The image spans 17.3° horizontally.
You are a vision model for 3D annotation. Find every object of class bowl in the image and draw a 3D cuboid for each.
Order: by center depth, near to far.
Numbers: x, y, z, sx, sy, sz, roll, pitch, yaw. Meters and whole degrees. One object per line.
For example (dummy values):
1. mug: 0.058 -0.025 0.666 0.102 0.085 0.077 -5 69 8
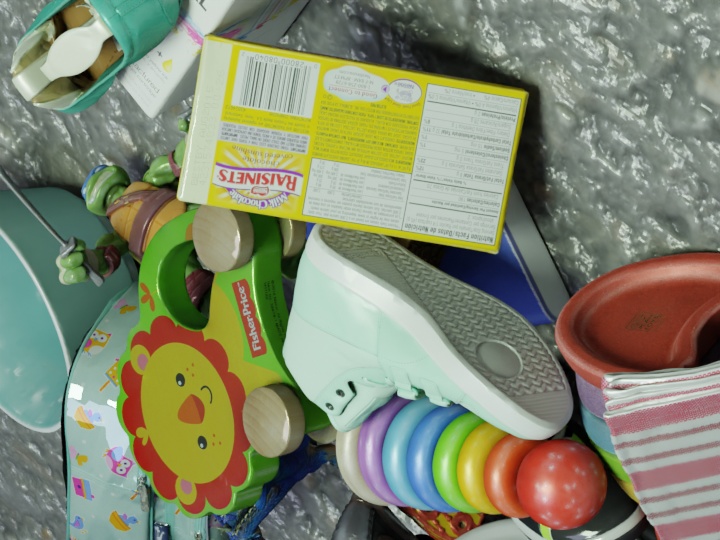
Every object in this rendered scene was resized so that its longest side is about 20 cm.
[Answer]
1. bowl: -0.245 0.014 1.852 0.201 0.105 0.201 35 141 35

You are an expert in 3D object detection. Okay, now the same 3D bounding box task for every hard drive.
1. hard drive: 0.041 -0.017 1.572 0.200 0.025 0.132 -11 110 53

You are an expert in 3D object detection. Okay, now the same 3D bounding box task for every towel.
1. towel: 0.229 0.111 1.341 0.146 0.030 0.200 -13 136 15

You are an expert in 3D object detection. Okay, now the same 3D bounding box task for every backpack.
1. backpack: -0.141 0.113 1.768 0.153 0.176 0.200 11 128 23

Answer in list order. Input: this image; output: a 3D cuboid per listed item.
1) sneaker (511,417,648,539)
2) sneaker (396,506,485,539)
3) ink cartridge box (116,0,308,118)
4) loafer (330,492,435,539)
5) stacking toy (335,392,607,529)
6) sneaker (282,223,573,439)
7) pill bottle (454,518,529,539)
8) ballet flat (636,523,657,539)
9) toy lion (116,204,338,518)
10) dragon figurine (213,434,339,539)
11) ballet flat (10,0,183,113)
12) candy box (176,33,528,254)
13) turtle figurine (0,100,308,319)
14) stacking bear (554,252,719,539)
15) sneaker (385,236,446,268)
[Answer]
1. sneaker: 0.105 0.110 1.521 0.200 0.072 0.083 40 160 46
2. sneaker: 0.020 0.112 1.685 0.200 0.073 0.077 51 167 11
3. ink cartridge box: -0.094 -0.215 1.476 0.129 0.125 0.200 50 146 6
4. loafer: 0.041 0.209 1.682 0.072 0.063 0.200 4 163 31
5. stacking toy: 0.073 0.120 1.464 0.200 0.085 0.086 11 127 53
6. sneaker: 0.038 0.065 1.452 0.200 0.074 0.118 37 129 23
7. pill bottle: 0.124 0.280 1.638 0.116 0.116 0.200 7 131 46
8. ballet flat: 0.173 0.189 1.553 0.200 0.068 0.068 45 138 14
9. toy lion: -0.100 0.062 1.584 0.192 0.069 0.200 -18 87 45
10. dragon figurine: -0.066 0.126 1.641 0.059 0.099 0.200 43 155 26
11. ballet flat: -0.181 -0.138 1.470 0.067 0.070 0.200 56 146 -3
12. candy box: -0.005 -0.077 1.435 0.026 0.200 0.102 -107 27 -77
13. turtle figurine: -0.143 -0.039 1.666 0.194 0.144 0.200 32 143 26
14. stacking bear: 0.197 0.102 1.424 0.114 0.121 0.200 9 133 42
15. sneaker: 0.000 0.000 1.550 0.090 0.067 0.200 34 144 19
